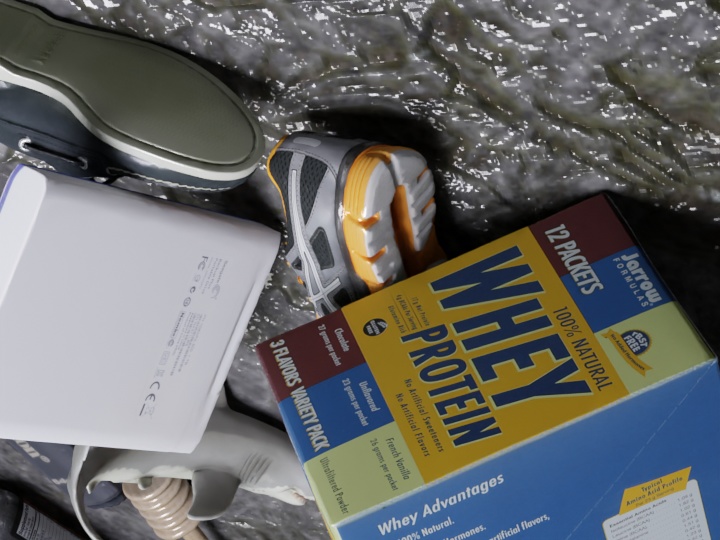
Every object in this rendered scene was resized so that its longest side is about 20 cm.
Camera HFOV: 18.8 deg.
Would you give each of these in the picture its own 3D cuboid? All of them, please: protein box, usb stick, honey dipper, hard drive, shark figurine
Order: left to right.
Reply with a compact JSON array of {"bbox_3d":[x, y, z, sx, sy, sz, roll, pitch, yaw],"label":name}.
[{"bbox_3d":[-0.220,0.080,1.362,0.055,0.033,0.200,-19,126,38],"label":"usb stick"},{"bbox_3d":[-0.127,0.025,1.108,0.025,0.132,0.200,26,-173,31],"label":"hard drive"},{"bbox_3d":[-0.111,0.092,1.274,0.128,0.214,0.090,28,109,39],"label":"shark figurine"},{"bbox_3d":[-0.092,0.194,1.431,0.038,0.038,0.200,-6,135,30],"label":"honey dipper"},{"bbox_3d":[0.081,0.107,1.103,0.198,0.135,0.200,-23,132,-3],"label":"protein box"}]

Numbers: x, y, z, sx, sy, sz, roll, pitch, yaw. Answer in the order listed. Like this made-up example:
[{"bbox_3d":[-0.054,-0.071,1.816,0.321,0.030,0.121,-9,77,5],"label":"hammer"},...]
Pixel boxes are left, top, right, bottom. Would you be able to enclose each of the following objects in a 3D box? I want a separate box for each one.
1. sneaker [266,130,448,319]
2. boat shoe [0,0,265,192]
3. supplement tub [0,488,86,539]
[{"bbox_3d":[0.000,0.000,1.146,0.077,0.078,0.200,23,142,26],"label":"sneaker"},{"bbox_3d":[-0.142,-0.078,1.110,0.199,0.075,0.066,20,136,8],"label":"boat shoe"},{"bbox_3d":[-0.222,0.229,1.460,0.200,0.123,0.122,35,139,-15],"label":"supplement tub"}]
